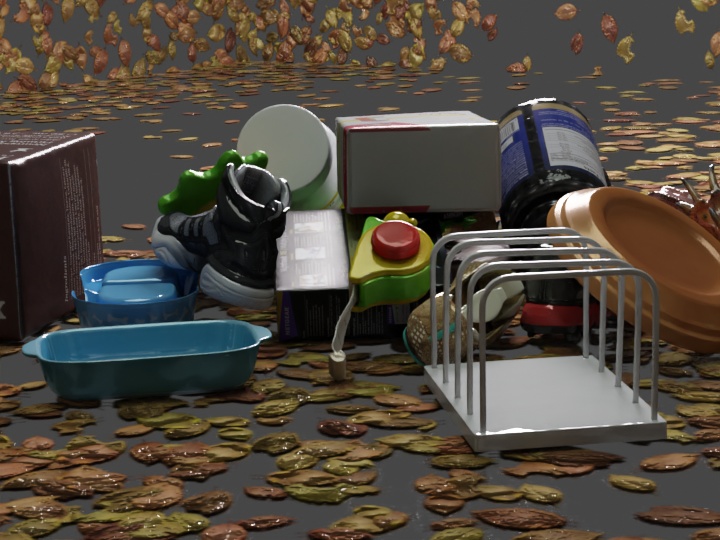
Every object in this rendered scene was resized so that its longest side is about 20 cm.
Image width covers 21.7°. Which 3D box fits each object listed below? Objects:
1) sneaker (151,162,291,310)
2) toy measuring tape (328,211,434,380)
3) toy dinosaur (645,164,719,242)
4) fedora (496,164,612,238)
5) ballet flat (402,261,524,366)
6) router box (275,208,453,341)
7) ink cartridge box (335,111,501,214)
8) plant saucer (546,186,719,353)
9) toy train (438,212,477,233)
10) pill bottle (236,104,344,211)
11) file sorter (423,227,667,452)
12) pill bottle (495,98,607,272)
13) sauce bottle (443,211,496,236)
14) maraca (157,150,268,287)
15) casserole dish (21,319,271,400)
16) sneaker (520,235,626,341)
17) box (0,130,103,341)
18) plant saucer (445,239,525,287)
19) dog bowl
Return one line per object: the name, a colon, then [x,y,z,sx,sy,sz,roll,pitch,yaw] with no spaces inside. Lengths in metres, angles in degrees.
sneaker: [-0.118,-0.044,1.671,0.075,0.114,0.200,14,11,-31]
toy measuring tape: [0.024,0.018,1.570,0.073,0.074,0.200,1,40,13]
toy dinosaur: [0.310,-0.045,1.750,0.200,0.086,0.135,14,-19,48]
fedora: [0.218,-0.073,2.041,0.200,0.092,0.201,-1,11,0]
ballet flat: [0.104,0.031,1.590,0.065,0.071,0.200,-29,5,30]
router box: [0.000,0.000,1.725,0.157,0.052,0.200,-2,23,-1]
ink cartridge box: [0.051,-0.106,1.811,0.145,0.084,0.200,-3,8,-4]
plant saucer: [0.252,-0.009,1.596,0.200,0.038,0.200,24,29,-14]
toy train: [0.028,-0.048,1.912,0.200,0.042,0.056,-11,0,-23]
pill bottle: [-0.069,-0.098,1.977,0.114,0.115,0.200,-1,-15,5]
file sorter: [0.132,0.044,1.394,0.138,0.125,0.200,-3,11,-8]
pill bottle: [0.190,-0.074,1.868,0.112,0.112,0.200,-2,39,-2]
sauce bottle: [0.053,-0.053,2.043,0.200,0.066,0.066,7,14,39]
maraca: [-0.134,-0.051,1.824,0.137,0.107,0.200,-29,-27,-11]
casserole dish: [-0.170,0.072,1.512,0.199,0.039,0.121,-4,12,-10]
sneaker: [0.210,-0.001,1.676,0.071,0.098,0.200,4,11,36]
box: [-0.352,-0.036,1.755,0.165,0.165,0.200,1,12,14]
plant saucer: [0.074,-0.005,1.879,0.200,0.035,0.200,-2,12,0]
dog bowl: [-0.199,0.032,1.691,0.111,0.050,0.200,-2,11,-4]
